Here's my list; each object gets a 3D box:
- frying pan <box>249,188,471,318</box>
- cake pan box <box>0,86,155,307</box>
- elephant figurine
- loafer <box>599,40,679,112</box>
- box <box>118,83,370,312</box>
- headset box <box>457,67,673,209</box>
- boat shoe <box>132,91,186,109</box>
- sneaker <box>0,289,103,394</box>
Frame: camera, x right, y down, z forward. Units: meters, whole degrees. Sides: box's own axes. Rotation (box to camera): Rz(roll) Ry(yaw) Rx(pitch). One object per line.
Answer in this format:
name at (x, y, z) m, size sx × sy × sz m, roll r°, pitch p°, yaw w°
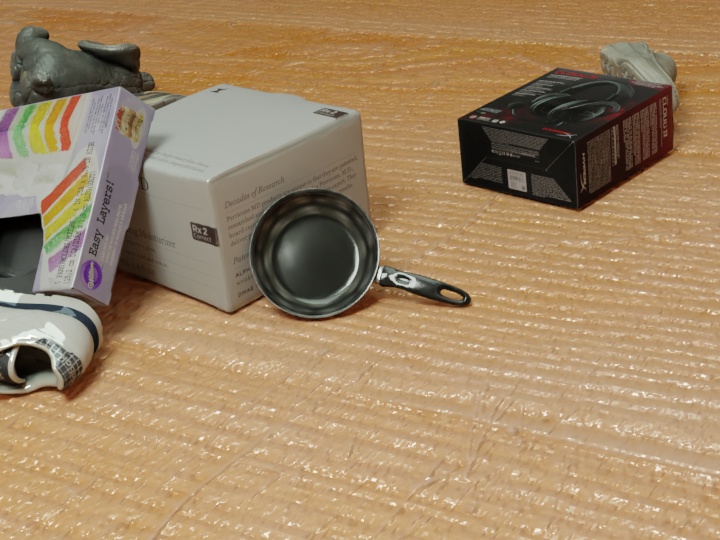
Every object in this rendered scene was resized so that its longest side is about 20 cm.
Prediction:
frying pan at (-0.003, -0.017, 1.186) m, size 0.188 × 0.116 × 0.031 m, roll -4°, pitch -13°, yaw -1°
cake pan box at (-0.283, -0.055, 1.213) m, size 0.183 × 0.052 × 0.202 m, roll -4°, pitch 67°, yaw 37°
elephant figurine at (-0.326, -0.235, 1.684) m, size 0.198 × 0.142 × 0.156 m, roll -1°, pitch 51°, yaw -26°
loafer at (0.331, -0.225, 1.556) m, size 0.069 × 0.070 × 0.200 m, roll -16°, pitch 25°, yaw 0°
box at (-0.126, -0.077, 1.289) m, size 0.198 × 0.132 × 0.199 m, roll 17°, pitch 34°, yaw 41°
headset box at (0.220, -0.145, 1.408) m, size 0.148 × 0.078 × 0.199 m, roll 18°, pitch 36°, yaw 41°
boat shoe at (-0.290, -0.170, 1.597) m, size 0.198 × 0.075 × 0.073 m, roll -7°, pitch 20°, yaw -23°
sneaker at (-0.316, 0.062, 1.122) m, size 0.198 × 0.077 × 0.081 m, roll -1°, pitch 35°, yaw 14°
